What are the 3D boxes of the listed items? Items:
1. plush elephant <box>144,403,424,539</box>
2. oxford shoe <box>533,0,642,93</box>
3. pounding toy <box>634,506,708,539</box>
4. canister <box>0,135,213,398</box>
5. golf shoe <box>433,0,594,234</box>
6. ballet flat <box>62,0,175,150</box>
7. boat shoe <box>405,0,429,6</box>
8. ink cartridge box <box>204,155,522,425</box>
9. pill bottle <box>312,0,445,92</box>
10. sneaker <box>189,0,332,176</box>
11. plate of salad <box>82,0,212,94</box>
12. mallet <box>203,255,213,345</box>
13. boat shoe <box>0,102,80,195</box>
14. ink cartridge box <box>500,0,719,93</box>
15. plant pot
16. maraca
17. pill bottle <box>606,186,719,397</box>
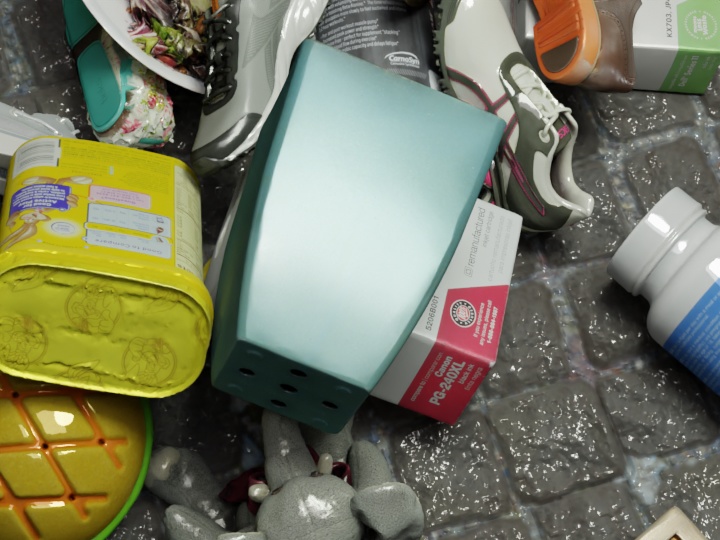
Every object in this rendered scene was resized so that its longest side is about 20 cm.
[{"bbox_3d":[-0.044,0.157,1.391,0.164,0.155,0.201,-15,68,-14],"label":"plush elephant"},{"bbox_3d":[0.169,-0.219,1.582,0.073,0.071,0.201,17,59,-31],"label":"oxford shoe"},{"bbox_3d":[0.225,0.275,1.384,0.184,0.142,0.200,-37,75,-21],"label":"pounding toy"},{"bbox_3d":[-0.174,-0.008,1.404,0.148,0.087,0.200,10,27,-10],"label":"canister"},{"bbox_3d":[0.116,-0.123,1.532,0.077,0.088,0.201,-38,118,-43],"label":"golf shoe"},{"bbox_3d":[-0.181,-0.167,1.575,0.064,0.076,0.201,20,46,-41],"label":"ballet flat"},{"bbox_3d":[0.059,-0.246,1.548,0.074,0.200,0.066,-37,91,22],"label":"boat shoe"},{"bbox_3d":[0.000,0.000,1.480,0.199,0.083,0.146,21,49,-8],"label":"ink cartridge box"},{"bbox_3d":[0.007,-0.166,1.576,0.106,0.106,0.201,-3,66,-9],"label":"pill bottle"},{"bbox_3d":[-0.087,-0.152,1.494,0.079,0.074,0.201,35,56,-26],"label":"sneaker"},{"bbox_3d":[-0.137,-0.217,1.564,0.200,0.048,0.201,31,38,-28],"label":"plate of salad"},{"bbox_3d":[-0.101,-0.025,1.538,0.066,0.041,0.200,28,61,2],"label":"mallet"},{"bbox_3d":[-0.238,-0.086,1.530,0.199,0.072,0.069,15,52,1],"label":"boat shoe"},{"bbox_3d":[0.178,-0.210,1.643,0.199,0.067,0.118,3,65,-6],"label":"ink cartridge box"},{"bbox_3d":[-0.015,-0.010,1.345,0.141,0.141,0.201,21,64,-6],"label":"plant pot"},{"bbox_3d":[-0.220,0.139,1.398,0.137,0.107,0.201,27,80,-1],"label":"maraca"},{"bbox_3d":[0.278,0.035,1.519,0.200,0.112,0.112,41,66,10],"label":"pill bottle"}]
